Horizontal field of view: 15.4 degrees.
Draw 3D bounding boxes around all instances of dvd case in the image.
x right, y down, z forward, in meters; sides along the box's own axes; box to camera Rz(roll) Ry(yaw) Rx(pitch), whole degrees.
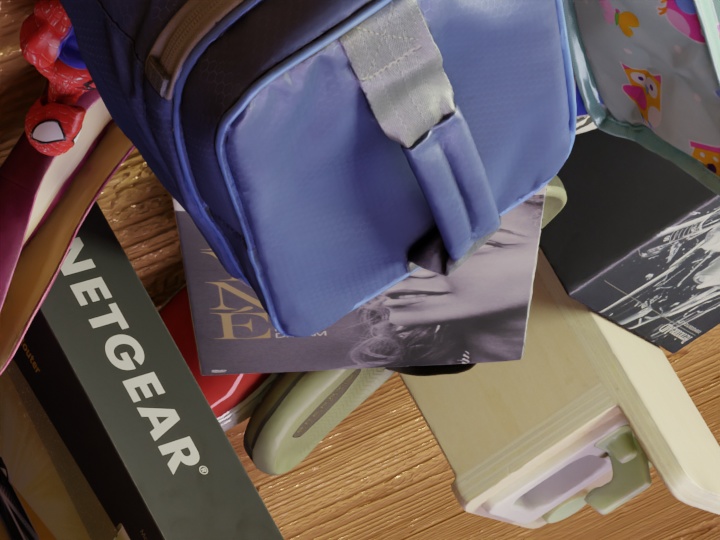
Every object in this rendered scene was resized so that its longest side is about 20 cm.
[{"bbox_3d":[0.000,0.000,1.122,0.148,0.016,0.200,-3,156,-1],"label":"dvd case"}]

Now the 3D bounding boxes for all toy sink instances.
[{"bbox_3d":[0.095,0.064,1.387,0.112,0.200,0.130,-35,160,14],"label":"toy sink"}]

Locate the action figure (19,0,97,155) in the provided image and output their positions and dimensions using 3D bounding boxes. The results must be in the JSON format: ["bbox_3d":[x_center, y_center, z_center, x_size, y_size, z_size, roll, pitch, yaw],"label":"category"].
[{"bbox_3d":[-0.067,-0.111,0.945,0.065,0.052,0.200,0,143,-44],"label":"action figure"}]

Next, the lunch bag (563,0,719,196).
[{"bbox_3d":[0.152,-0.157,1.007,0.170,0.122,0.200,-34,125,-17],"label":"lunch bag"}]

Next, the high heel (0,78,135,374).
[{"bbox_3d":[-0.102,-0.034,1.030,0.200,0.096,0.067,-33,158,9],"label":"high heel"}]

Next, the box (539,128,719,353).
[{"bbox_3d":[0.184,-0.060,1.351,0.182,0.104,0.200,-33,159,14],"label":"box"}]

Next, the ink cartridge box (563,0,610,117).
[{"bbox_3d":[0.065,-0.108,1.066,0.200,0.094,0.044,-12,-162,-30],"label":"ink cartridge box"}]

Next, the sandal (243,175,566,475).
[{"bbox_3d":[0.029,0.031,1.253,0.201,0.057,0.080,-48,157,13],"label":"sandal"}]

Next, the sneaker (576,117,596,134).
[{"bbox_3d":[0.138,-0.116,1.228,0.200,0.074,0.080,-22,174,-8],"label":"sneaker"}]

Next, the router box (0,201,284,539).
[{"bbox_3d":[-0.122,0.080,1.124,0.052,0.200,0.157,-16,155,-35],"label":"router box"}]

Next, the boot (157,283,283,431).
[{"bbox_3d":[-0.057,0.001,1.223,0.200,0.072,0.144,-40,159,5],"label":"boot"}]

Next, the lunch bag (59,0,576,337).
[{"bbox_3d":[-0.009,-0.068,0.878,0.136,0.132,0.200,-33,153,-6],"label":"lunch bag"}]
